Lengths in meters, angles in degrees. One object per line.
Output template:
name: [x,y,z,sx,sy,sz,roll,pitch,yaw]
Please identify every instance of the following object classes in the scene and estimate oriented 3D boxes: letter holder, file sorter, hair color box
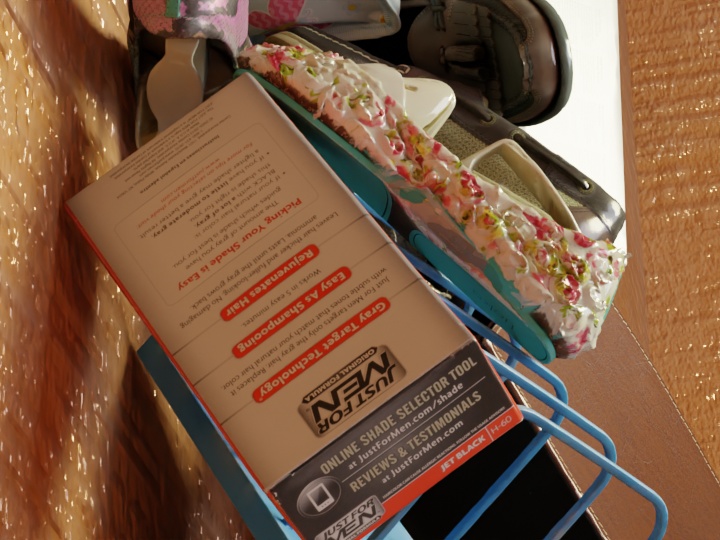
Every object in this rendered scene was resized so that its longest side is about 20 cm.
letter holder: [0.099,0.106,1.346,0.200,0.100,0.142,59,33,-9]
file sorter: [0.020,0.073,1.152,0.139,0.123,0.200,33,12,-39]
hair color box: [-0.031,0.015,1.070,0.200,0.101,0.061,51,-5,45]

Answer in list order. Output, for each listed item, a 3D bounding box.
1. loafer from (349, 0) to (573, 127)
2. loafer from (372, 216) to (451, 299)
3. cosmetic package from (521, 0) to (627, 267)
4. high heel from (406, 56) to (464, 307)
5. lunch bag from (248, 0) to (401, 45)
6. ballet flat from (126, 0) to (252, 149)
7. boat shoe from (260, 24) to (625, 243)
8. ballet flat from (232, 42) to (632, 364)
loafer: [0.042,-0.109,1.323,0.200,0.063,0.072,-150,-127,-67]
loafer: [0.000,0.000,1.306,0.076,0.200,0.067,51,-20,-22]
cosmetic package: [0.095,-0.100,1.411,0.082,0.051,0.201,13,69,-37]
high heel: [-0.002,-0.020,1.410,0.071,0.142,0.201,154,-69,-69]
lunch bag: [-0.053,-0.226,1.299,0.170,0.127,0.200,-86,153,-47]
ballet flat: [-0.078,-0.089,1.203,0.200,0.069,0.071,88,13,-71]
boat shoe: [0.038,-0.057,1.260,0.066,0.201,0.072,-38,152,-30]
ballet flat: [0.035,-0.042,1.155,0.200,0.064,0.076,42,-12,1]
